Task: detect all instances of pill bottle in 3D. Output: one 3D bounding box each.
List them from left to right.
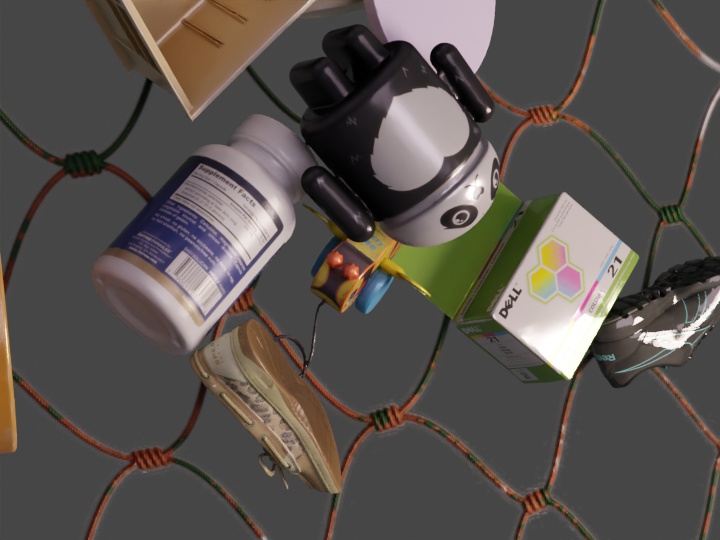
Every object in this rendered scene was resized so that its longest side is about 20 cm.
[{"bbox_3d":[-0.125,-0.035,1.664,0.111,0.111,0.200,46,67,-15],"label":"pill bottle"}]

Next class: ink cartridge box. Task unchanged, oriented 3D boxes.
[{"bbox_3d":[0.136,-0.012,1.813,0.200,0.076,0.148,39,69,-20],"label":"ink cartridge box"}]

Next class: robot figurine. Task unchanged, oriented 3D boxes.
[{"bbox_3d":[0.030,-0.112,1.658,0.200,0.150,0.125,50,22,-16],"label":"robot figurine"}]

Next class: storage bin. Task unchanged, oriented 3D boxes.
[{"bbox_3d":[-0.132,-0.270,1.626,0.200,0.094,0.199,-45,144,-14],"label":"storage bin"}]

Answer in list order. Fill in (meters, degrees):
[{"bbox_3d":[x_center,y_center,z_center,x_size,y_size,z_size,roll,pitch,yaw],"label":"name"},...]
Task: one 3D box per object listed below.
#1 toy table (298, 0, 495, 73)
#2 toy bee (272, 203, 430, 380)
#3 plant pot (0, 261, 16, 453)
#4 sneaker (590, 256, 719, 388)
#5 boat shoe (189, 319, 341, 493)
[{"bbox_3d":[0.039,-0.253,1.768,0.183,0.117,0.201,6,82,-27],"label":"toy table"},{"bbox_3d":[0.000,0.000,1.714,0.130,0.109,0.201,16,67,-1],"label":"toy bee"},{"bbox_3d":[-0.364,0.049,1.499,0.183,0.200,0.201,-6,87,-12],"label":"plant pot"},{"bbox_3d":[0.304,0.046,1.906,0.199,0.075,0.080,-23,106,-19],"label":"sneaker"},{"bbox_3d":[-0.075,0.122,1.684,0.063,0.073,0.200,-22,126,12],"label":"boat shoe"}]
